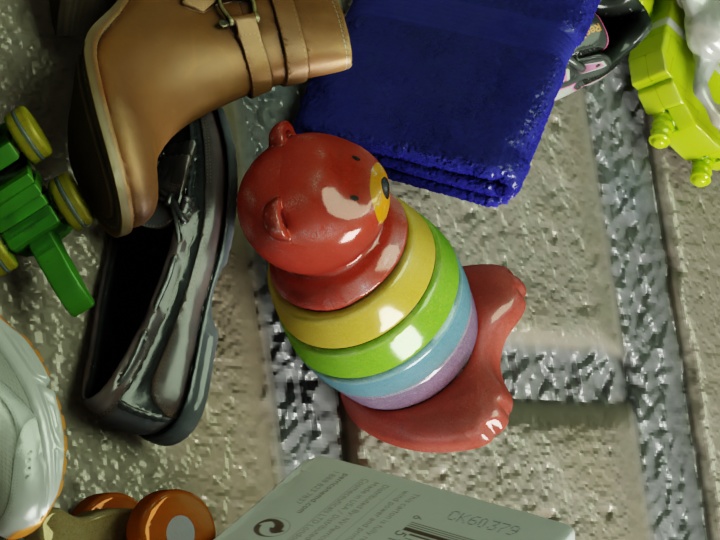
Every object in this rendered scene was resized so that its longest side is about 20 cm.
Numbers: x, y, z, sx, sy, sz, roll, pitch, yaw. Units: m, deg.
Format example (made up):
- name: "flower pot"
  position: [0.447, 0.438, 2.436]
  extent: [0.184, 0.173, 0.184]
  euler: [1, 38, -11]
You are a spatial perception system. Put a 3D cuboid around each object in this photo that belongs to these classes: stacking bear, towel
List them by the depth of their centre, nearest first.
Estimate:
- name: "stacking bear"
  position: [0.000, 0.000, 1.628]
  extent: [0.200, 0.113, 0.122]
  euler: [54, 36, -46]
- name: "towel"
  position: [0.055, -0.126, 1.774]
  extent: [0.050, 0.147, 0.200]
  euler: [85, 22, -49]

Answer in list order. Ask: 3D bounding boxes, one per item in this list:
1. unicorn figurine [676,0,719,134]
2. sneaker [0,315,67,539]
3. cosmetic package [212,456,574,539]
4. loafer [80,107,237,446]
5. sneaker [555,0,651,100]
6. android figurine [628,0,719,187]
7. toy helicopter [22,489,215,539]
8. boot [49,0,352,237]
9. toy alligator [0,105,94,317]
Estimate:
- name: "unicorn figurine"
  position: [0.258, -0.157, 1.983]
  extent: [0.200, 0.074, 0.138]
  euler: [11, 56, -61]
- name: "sneaker"
  position: [-0.214, 0.042, 1.454]
  extent: [0.092, 0.076, 0.201]
  euler: [-12, 76, -39]
- name: "cosmetic package"
  position: [0.006, 0.232, 1.503]
  extent: [0.165, 0.164, 0.201]
  euler: [-36, 130, -47]
- name: "loafer"
  position: [-0.111, -0.009, 1.589]
  extent: [0.063, 0.072, 0.201]
  euler: [19, 66, -37]
- name: "sneaker"
  position: [0.109, -0.139, 1.855]
  extent: [0.200, 0.086, 0.081]
  euler: [-35, 101, -46]
- name: "android figurine"
  position: [0.238, -0.151, 2.033]
  extent: [0.182, 0.041, 0.201]
  euler: [38, 51, -32]
- name: "toy helicopter"
  position: [-0.160, 0.186, 1.478]
  extent: [0.199, 0.079, 0.133]
  euler: [-8, 90, -37]
- name: "boot"
  position: [-0.081, -0.102, 1.583]
  extent: [0.155, 0.077, 0.200]
  euler: [0, 46, -15]
- name: "toy alligator"
  position: [-0.196, -0.066, 1.531]
  extent: [0.200, 0.059, 0.054]
  euler: [58, 2, -14]
